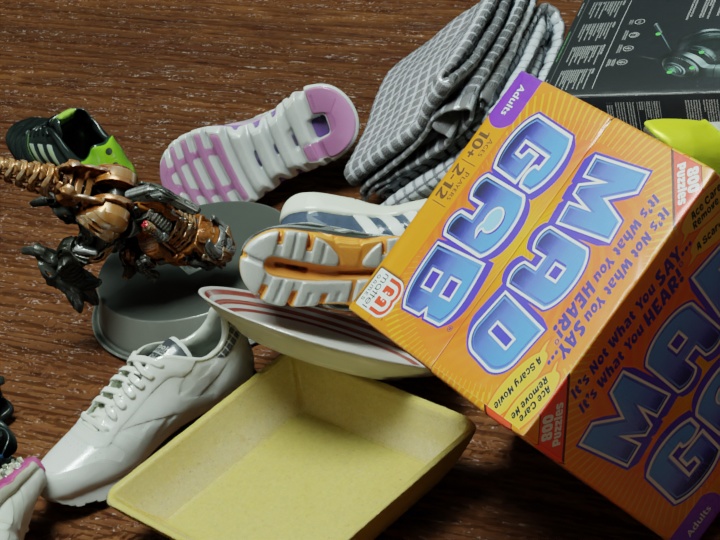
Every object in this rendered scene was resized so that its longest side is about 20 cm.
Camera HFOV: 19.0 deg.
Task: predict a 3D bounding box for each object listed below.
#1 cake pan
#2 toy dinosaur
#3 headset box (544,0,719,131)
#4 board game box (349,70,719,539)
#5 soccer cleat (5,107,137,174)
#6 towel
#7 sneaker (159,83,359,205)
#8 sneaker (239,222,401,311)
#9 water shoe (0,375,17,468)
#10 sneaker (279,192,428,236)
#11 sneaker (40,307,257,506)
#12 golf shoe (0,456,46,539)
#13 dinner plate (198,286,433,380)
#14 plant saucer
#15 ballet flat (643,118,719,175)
[{"bbox_3d":[-0.134,0.005,1.801,0.200,0.037,0.200,-11,33,8],"label":"cake pan"},{"bbox_3d":[-0.202,-0.049,1.718,0.136,0.200,0.102,-33,19,50],"label":"toy dinosaur"},{"bbox_3d":[0.270,-0.155,1.814,0.200,0.093,0.174,-1,35,22],"label":"headset box"},{"bbox_3d":[0.161,0.027,1.421,0.200,0.200,0.200,-54,41,-1],"label":"board game box"},{"bbox_3d":[-0.273,-0.121,2.010,0.068,0.081,0.200,-33,36,-25],"label":"soccer cleat"},{"bbox_3d":[0.077,-0.149,1.842,0.166,0.086,0.200,-34,19,40],"label":"towel"},{"bbox_3d":[-0.082,-0.108,1.920,0.200,0.081,0.088,-20,3,19],"label":"sneaker"},{"bbox_3d":[0.000,0.000,1.668,0.200,0.078,0.077,15,7,-15],"label":"sneaker"},{"bbox_3d":[-0.304,0.140,1.642,0.079,0.072,0.200,-14,33,0],"label":"water shoe"},{"bbox_3d":[0.031,-0.009,1.734,0.200,0.075,0.085,2,63,10],"label":"sneaker"},{"bbox_3d":[-0.168,0.103,1.632,0.200,0.081,0.076,-34,38,-24],"label":"sneaker"},{"bbox_3d":[-0.273,0.210,1.521,0.075,0.092,0.200,-25,17,36],"label":"golf shoe"},{"bbox_3d":[-0.027,0.051,1.610,0.200,0.024,0.200,18,6,-2],"label":"dinner plate"},{"bbox_3d":[-0.045,0.153,1.531,0.200,0.048,0.200,19,47,43],"label":"plant saucer"},{"bbox_3d":[0.271,-0.062,1.457,0.067,0.200,0.067,-48,31,8],"label":"ballet flat"}]
